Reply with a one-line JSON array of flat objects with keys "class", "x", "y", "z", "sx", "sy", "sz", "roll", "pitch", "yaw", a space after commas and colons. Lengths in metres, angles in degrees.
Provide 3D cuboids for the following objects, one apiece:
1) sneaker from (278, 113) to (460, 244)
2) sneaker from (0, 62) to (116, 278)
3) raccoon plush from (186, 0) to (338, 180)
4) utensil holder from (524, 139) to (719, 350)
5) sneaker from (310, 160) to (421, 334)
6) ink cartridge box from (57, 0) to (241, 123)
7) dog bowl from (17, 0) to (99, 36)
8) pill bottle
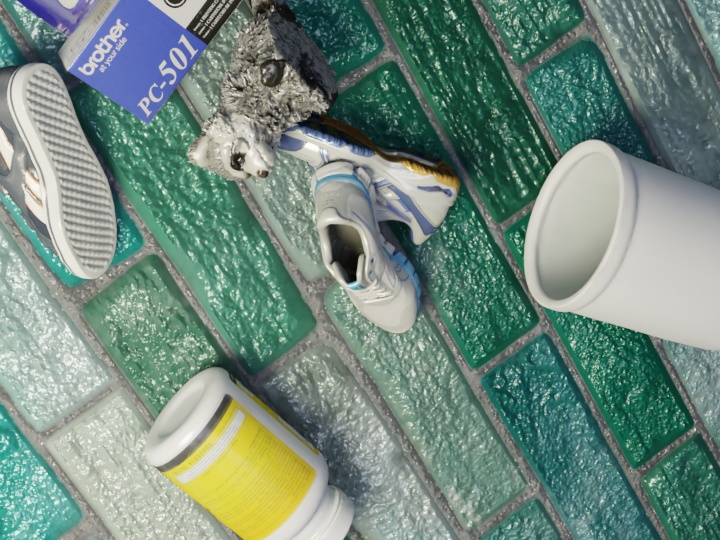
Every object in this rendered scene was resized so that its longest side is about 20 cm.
[{"class": "sneaker", "x": -0.005, "y": -0.085, "z": 1.045, "sx": 0.198, "sy": 0.075, "sz": 0.089, "roll": 21, "pitch": 112, "yaw": -10}, {"class": "sneaker", "x": -0.281, "y": -0.087, "z": 0.967, "sx": 0.078, "sy": 0.079, "sz": 0.202, "roll": 2, "pitch": 120, "yaw": 27}, {"class": "raccoon plush", "x": -0.100, "y": -0.173, "z": 0.992, "sx": 0.133, "sy": 0.202, "sz": 0.096, "roll": -35, "pitch": 134, "yaw": 26}, {"class": "utensil holder", "x": 0.292, "y": -0.021, "z": 1.092, "sx": 0.197, "sy": 0.170, "sz": 0.172, "roll": 15, "pitch": 96, "yaw": -19}, {"class": "sneaker", "x": 0.000, "y": 0.000, "z": 1.029, "sx": 0.074, "sy": 0.087, "sz": 0.201, "roll": -15, "pitch": 129, "yaw": 19}, {"class": "ink cartridge box", "x": -0.167, "y": -0.237, "z": 0.952, "sx": 0.094, "sy": 0.044, "sz": 0.201, "roll": 31, "pitch": 102, "yaw": -40}, {"class": "dog bowl", "x": -0.211, "y": -0.293, "z": 0.880, "sx": 0.078, "sy": 0.200, "sz": 0.201, "roll": 36, "pitch": 89, "yaw": -21}, {"class": "pill bottle", "x": -0.102, "y": 0.195, "z": 1.047, "sx": 0.200, "sy": 0.112, "sz": 0.112, "roll": 44, "pitch": 87, "yaw": -18}]
